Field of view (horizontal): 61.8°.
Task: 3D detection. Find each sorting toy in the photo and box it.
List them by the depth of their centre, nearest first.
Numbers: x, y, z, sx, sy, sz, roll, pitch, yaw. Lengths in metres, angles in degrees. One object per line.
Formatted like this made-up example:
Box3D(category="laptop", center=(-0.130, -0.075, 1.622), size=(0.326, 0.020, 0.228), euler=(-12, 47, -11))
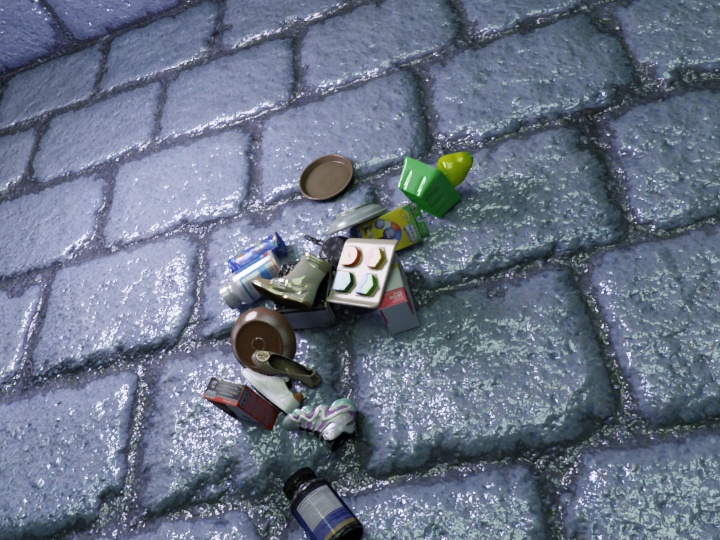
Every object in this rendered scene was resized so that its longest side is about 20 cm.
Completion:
Box3D(category="sorting toy", center=(0.000, 0.000, 1.618), size=(0.185, 0.036, 0.201), euler=(5, 69, 42))

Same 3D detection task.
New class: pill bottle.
Box3D(category="pill bottle", center=(-0.093, 0.561, 1.403), size=(0.112, 0.112, 0.200), euler=(-42, 52, -9))
Box3D(category="pill bottle", center=(-0.330, 0.034, 1.853), size=(0.199, 0.112, 0.112), euler=(-32, 52, -1))

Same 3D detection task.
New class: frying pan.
Box3D(category="frying pan", center=(-0.096, -0.088, 1.898), size=(0.115, 0.031, 0.190), euler=(-34, 55, -4))

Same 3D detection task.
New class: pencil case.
Box3D(category="pencil case", center=(-0.331, -0.043, 1.925), size=(0.199, 0.078, 0.087), euler=(-31, 23, 0))

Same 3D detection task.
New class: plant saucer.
Box3D(category="plant saucer", center=(-0.279, 0.206, 1.688), size=(0.199, 0.037, 0.201), euler=(2, 99, 13))
Box3D(category="plant saucer", center=(-0.018, -0.164, 1.822), size=(0.199, 0.200, 0.050), euler=(-23, 96, 6))
Box3D(category="plant saucer", center=(-0.115, -0.314, 2.055), size=(0.199, 0.030, 0.201), euler=(-11, 54, 15))

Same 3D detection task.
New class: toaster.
Box3D(category="toaster", center=(-0.159, 0.068, 1.757), size=(0.199, 0.119, 0.182), euler=(-7, 55, 17))

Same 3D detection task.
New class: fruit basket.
Box3D(category="fruit basket", center=(0.232, -0.279, 1.782), size=(0.155, 0.216, 0.216), euler=(30, 72, 34))

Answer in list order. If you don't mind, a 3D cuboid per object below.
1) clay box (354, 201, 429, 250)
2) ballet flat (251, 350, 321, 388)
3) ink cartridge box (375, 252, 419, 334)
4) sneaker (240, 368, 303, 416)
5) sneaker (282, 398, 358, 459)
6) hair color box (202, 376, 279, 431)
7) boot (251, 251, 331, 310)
Box3D(category="clay box", center=(0.095, -0.117, 1.787), size=(0.199, 0.115, 0.048), euler=(-22, 9, 8))
Box3D(category="ballet flat", center=(-0.197, 0.261, 1.626), size=(0.199, 0.046, 0.068), euler=(24, 45, -4))
Box3D(category="ink cartridge box", center=(0.088, 0.050, 1.654), size=(0.083, 0.145, 0.201), euler=(-19, 53, 9))
Box3D(category="sneaker", center=(-0.239, 0.317, 1.657), size=(0.200, 0.073, 0.085), euler=(32, 70, 23))
Box3D(category="sneaker", center=(-0.101, 0.414, 1.527), size=(0.199, 0.078, 0.140), euler=(-18, 52, 10))
Box3D(category="hair color box", center=(-0.309, 0.351, 1.574), size=(0.110, 0.200, 0.064), euler=(8, 61, 26))
Box3D(category="boot", center=(-0.193, 0.017, 1.686), size=(0.199, 0.072, 0.155), euler=(16, 65, 24))
